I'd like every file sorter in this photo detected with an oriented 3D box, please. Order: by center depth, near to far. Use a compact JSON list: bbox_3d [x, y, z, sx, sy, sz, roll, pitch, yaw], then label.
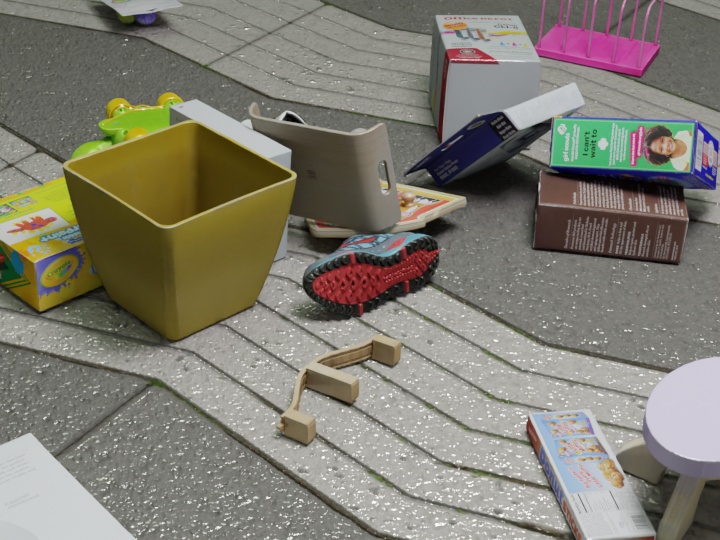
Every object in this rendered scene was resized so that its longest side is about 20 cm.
[{"bbox_3d":[0.427,-0.444,2.380,0.198,0.127,0.139,15,32,20],"label":"file sorter"}]

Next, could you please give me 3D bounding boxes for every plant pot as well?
[{"bbox_3d":[-0.211,-0.040,1.586,0.199,0.178,0.199,-26,41,-38],"label":"plant pot"}]

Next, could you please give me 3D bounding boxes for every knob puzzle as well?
[{"bbox_3d":[0.012,-0.088,1.791,0.217,0.031,0.220,-5,21,2],"label":"knob puzzle"}]

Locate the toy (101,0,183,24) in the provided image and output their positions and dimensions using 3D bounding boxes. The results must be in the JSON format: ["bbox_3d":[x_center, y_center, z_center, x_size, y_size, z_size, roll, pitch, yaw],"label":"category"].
[{"bbox_3d":[-0.406,-0.475,2.433,0.114,0.048,0.200,-15,32,-23],"label":"toy"}]

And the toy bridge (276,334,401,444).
[{"bbox_3d":[-0.033,0.123,1.475,0.067,0.028,0.200,18,34,28],"label":"toy bridge"}]

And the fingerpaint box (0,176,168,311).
[{"bbox_3d":[-0.366,-0.043,1.678,0.166,0.074,0.199,27,38,36],"label":"fingerpaint box"}]

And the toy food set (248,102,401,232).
[{"bbox_3d":[-0.047,-0.137,1.717,0.198,0.145,0.060,14,42,31],"label":"toy food set"}]

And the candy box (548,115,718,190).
[{"bbox_3d":[0.376,-0.159,1.839,0.198,0.078,0.169,3,-3,25],"label":"candy box"}]

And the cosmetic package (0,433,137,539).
[{"bbox_3d":[-0.309,0.265,1.115,0.198,0.124,0.199,-21,40,-35],"label":"cosmetic package"}]

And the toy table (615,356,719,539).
[{"bbox_3d":[0.342,0.180,1.327,0.199,0.118,0.183,-23,39,-38],"label":"toy table"}]

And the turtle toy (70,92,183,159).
[{"bbox_3d":[-0.306,-0.171,1.872,0.198,0.102,0.146,-10,33,-20],"label":"turtle toy"}]

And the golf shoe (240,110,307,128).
[{"bbox_3d":[-0.112,-0.196,1.943,0.077,0.096,0.199,-22,37,-35],"label":"golf shoe"}]

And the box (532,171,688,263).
[{"bbox_3d":[0.332,-0.072,1.796,0.197,0.076,0.100,8,31,5],"label":"box"}]

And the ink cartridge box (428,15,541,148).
[{"bbox_3d":[0.189,-0.297,2.091,0.143,0.146,0.201,0,30,-5],"label":"ink cartridge box"}]

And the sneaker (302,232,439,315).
[{"bbox_3d":[0.000,0.000,1.660,0.198,0.080,0.095,-13,20,-37],"label":"sneaker"}]

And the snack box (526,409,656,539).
[{"bbox_3d":[0.229,0.209,1.357,0.071,0.025,0.201,-4,31,-10],"label":"snack box"}]

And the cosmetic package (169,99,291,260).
[{"bbox_3d":[-0.173,-0.116,1.745,0.051,0.152,0.199,-23,40,-37],"label":"cosmetic package"}]

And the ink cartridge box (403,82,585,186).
[{"bbox_3d":[0.186,-0.182,1.878,0.199,0.199,0.041,-22,82,-36],"label":"ink cartridge box"}]
